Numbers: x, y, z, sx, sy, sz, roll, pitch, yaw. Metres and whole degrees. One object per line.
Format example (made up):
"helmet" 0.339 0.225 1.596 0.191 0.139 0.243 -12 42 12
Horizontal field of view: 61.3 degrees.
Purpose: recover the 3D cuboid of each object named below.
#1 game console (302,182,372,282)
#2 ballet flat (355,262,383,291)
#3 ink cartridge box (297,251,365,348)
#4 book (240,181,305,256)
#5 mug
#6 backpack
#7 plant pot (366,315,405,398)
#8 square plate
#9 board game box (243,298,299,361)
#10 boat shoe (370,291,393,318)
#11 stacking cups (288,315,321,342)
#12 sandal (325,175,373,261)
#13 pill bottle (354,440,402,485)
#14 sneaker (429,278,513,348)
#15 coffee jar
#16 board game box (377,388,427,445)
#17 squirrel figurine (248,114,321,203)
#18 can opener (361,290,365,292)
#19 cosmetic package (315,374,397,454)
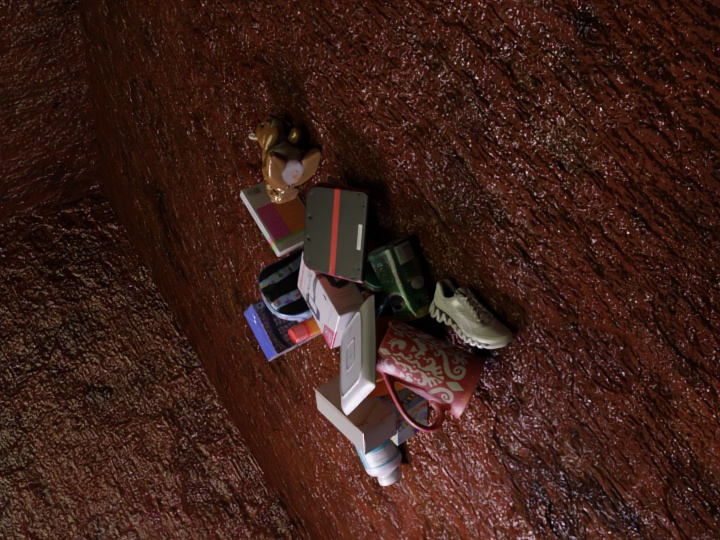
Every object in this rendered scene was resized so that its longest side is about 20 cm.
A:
"game console" -0.052 -0.085 1.334 0.176 0.031 0.202 13 105 33
"ballet flat" 0.000 0.000 1.443 0.200 0.073 0.074 49 148 37
"ink cartridge box" -0.070 0.058 1.452 0.201 0.084 0.145 59 152 29
"book" -0.211 -0.147 1.605 0.201 0.133 0.048 58 150 13
"mug" 0.125 0.203 1.208 0.199 0.178 0.134 27 136 8
"backpack" -0.175 0.054 1.634 0.183 0.199 0.135 54 149 16
"plant pot" 0.060 0.192 1.389 0.200 0.198 0.141 125 133 -57
"square plate" -0.010 0.179 1.277 0.200 0.028 0.200 122 151 -55
"board game box" -0.205 0.138 1.745 0.160 0.199 0.097 61 150 5
"boat shoe" 0.033 0.112 1.483 0.069 0.084 0.201 56 134 28
"stacking cups" -0.089 0.130 1.549 0.060 0.199 0.061 36 141 36
"sandal" -0.002 -0.128 1.368 0.069 0.077 0.213 -23 90 28
"pill bottle" 0.046 0.493 1.701 0.111 0.110 0.202 -19 95 61
"sneaker" 0.209 0.083 1.167 0.199 0.075 0.082 32 129 44
"coffee jar" 0.098 0.035 1.290 0.104 0.085 0.202 -17 97 53
"board game box" 0.066 0.327 1.545 0.200 0.104 0.104 34 139 43
"squirrel figurine" -0.208 -0.277 1.505 0.187 0.141 0.201 54 147 31
"can opener" -0.059 -0.014 1.530 0.200 0.053 0.066 51 -177 18
"cosmetic package" -0.013 0.341 1.475 0.199 0.103 0.074 30 135 44
